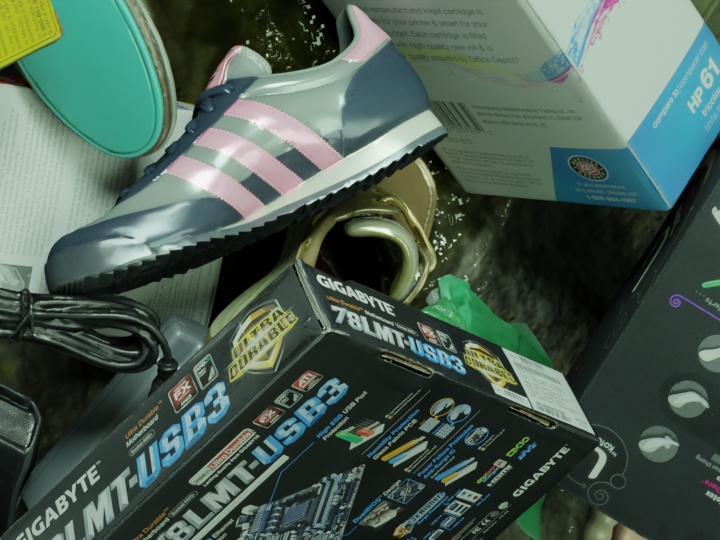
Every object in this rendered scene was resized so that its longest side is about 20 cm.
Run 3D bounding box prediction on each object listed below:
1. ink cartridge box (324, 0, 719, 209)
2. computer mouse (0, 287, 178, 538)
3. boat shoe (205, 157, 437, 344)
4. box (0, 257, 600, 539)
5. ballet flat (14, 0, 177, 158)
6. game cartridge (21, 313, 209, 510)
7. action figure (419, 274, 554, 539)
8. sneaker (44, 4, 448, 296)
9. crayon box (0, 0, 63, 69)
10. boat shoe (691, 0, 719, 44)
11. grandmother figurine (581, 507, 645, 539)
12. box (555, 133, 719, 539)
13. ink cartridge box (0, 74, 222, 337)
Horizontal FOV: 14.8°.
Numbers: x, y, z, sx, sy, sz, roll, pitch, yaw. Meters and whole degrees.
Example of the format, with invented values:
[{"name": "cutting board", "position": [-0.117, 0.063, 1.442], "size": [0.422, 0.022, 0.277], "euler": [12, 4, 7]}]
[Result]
[{"name": "ink cartridge box", "position": [0.066, -0.128, 1.301], "size": [0.200, 0.144, 0.085], "euler": [50, 63, -34]}, {"name": "computer mouse", "position": [-0.152, 0.082, 1.236], "size": [0.140, 0.046, 0.201], "euler": [6, 121, -9]}, {"name": "boat shoe", "position": [0.000, 0.000, 1.302], "size": [0.074, 0.066, 0.200], "euler": [54, 37, -16]}, {"name": "box", "position": [-0.025, 0.099, 1.237], "size": [0.200, 0.050, 0.198], "euler": [-44, 138, 20]}, {"name": "ballet flat", "position": [-0.141, -0.139, 1.197], "size": [0.067, 0.064, 0.200], "euler": [-31, 108, 24]}, {"name": "game cartridge", "position": [-0.059, 0.110, 1.327], "size": [0.133, 0.042, 0.200], "euler": [-45, 130, 16]}, {"name": "action figure", "position": [0.054, 0.054, 1.347], "size": [0.200, 0.054, 0.119], "euler": [53, 28, -66]}, {"name": "sneaker", "position": [-0.063, -0.052, 1.245], "size": [0.200, 0.070, 0.082], "euler": [-25, 86, -23]}, {"name": "crayon box", "position": [-0.213, -0.114, 1.068], "size": [0.200, 0.051, 0.127], "euler": [-33, 113, -47]}, {"name": "boat shoe", "position": [0.180, -0.134, 1.373], "size": [0.063, 0.201, 0.073], "euler": [10, 68, -2]}, {"name": "grandmother figurine", "position": [0.154, 0.131, 1.502], "size": [0.121, 0.060, 0.201], "euler": [2, 99, -63]}, {"name": "box", "position": [0.183, 0.027, 1.364], "size": [0.106, 0.122, 0.200], "euler": [30, 111, 0]}, {"name": "ink cartridge box", "position": [-0.154, -0.031, 1.246], "size": [0.199, 0.050, 0.109], "euler": [7, 98, -35]}]
